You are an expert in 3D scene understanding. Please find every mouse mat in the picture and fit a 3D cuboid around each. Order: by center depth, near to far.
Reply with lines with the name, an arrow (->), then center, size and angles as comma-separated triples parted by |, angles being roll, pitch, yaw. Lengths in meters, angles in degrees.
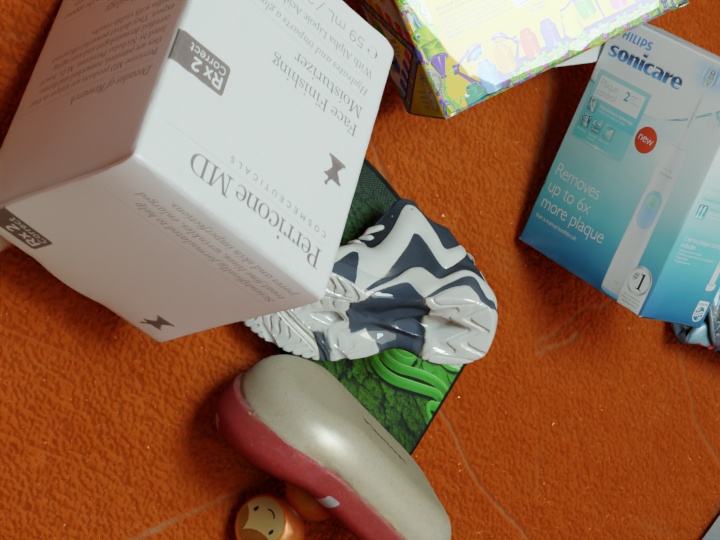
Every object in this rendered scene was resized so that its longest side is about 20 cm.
mouse mat -> 0.014, 0.031, 1.294 | 0.200, 0.008, 0.161 | 46, 66, -31

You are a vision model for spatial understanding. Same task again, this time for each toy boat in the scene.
toy boat -> -0.037, 0.158, 1.208 | 0.131, 0.131, 0.200 | -41, 119, 4

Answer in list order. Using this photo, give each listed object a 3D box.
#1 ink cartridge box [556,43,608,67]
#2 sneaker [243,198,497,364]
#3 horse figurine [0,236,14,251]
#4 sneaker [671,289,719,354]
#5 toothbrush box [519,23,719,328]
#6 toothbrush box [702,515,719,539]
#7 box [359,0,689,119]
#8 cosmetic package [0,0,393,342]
ink cartridge box -> 0.139, -0.262, 1.335 | 0.115, 0.066, 0.202 | -11, 99, -36
sneaker -> 0.000, 0.000, 1.239 | 0.197, 0.130, 0.080 | 3, 120, -1
horse figurine -> -0.254, -0.022, 1.043 | 0.133, 0.050, 0.201 | 61, 41, -44
sneaker -> 0.316, 0.043, 1.496 | 0.095, 0.079, 0.201 | -40, 107, -18
toothbrush box -> 0.236, -0.078, 1.329 | 0.085, 0.146, 0.201 | 11, 109, -44
toothbrush box -> 0.366, 0.301, 1.521 | 0.200, 0.085, 0.147 | -47, 118, -25
box -> 0.097, -0.239, 1.212 | 0.199, 0.122, 0.194 | -25, 101, -7
cosmetic package -> -0.107, -0.089, 1.065 | 0.165, 0.164, 0.201 | 37, 54, -34
